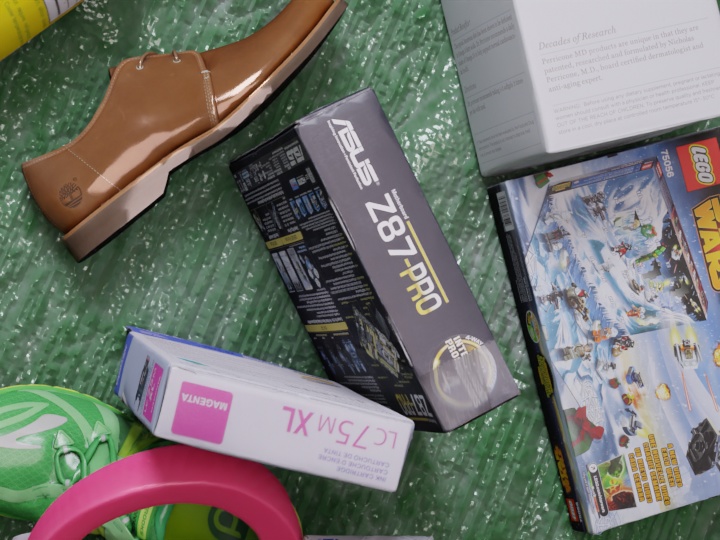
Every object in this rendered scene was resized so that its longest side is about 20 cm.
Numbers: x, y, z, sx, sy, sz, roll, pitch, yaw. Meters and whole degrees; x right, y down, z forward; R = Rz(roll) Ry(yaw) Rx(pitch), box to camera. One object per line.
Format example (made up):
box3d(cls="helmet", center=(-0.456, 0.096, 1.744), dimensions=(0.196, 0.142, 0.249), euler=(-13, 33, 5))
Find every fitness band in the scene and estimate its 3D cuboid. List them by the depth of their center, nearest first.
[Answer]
box3d(cls="fitness band", center=(-0.095, 0.164, 1.024), dimensions=(0.142, 0.038, 0.201), euler=(-12, 132, -6))

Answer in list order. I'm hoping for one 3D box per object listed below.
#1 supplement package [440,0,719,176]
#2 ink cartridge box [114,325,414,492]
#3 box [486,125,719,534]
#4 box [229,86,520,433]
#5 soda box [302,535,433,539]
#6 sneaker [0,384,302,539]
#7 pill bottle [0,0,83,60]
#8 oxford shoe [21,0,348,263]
box3d(cls="supplement package", center=(0.111, -0.165, 1.120), dimensions=(0.116, 0.117, 0.202), euler=(-13, 91, -15))
box3d(cls="ink cartridge box", center=(-0.056, 0.065, 1.020), dimensions=(0.118, 0.200, 0.042), euler=(15, 92, -13))
box3d(cls="box", center=(0.161, 0.032, 1.159), dimensions=(0.136, 0.040, 0.202), euler=(-14, 90, -14))
box3d(cls="box", center=(0.000, 0.000, 1.036), dimensions=(0.049, 0.200, 0.162), euler=(-25, 92, -13))
box3d(cls="soda box", center=(-0.008, 0.223, 1.031), dimensions=(0.068, 0.064, 0.201), euler=(2, 128, -14))
box3d(cls="sneaker", center=(-0.119, 0.108, 1.058), dimensions=(0.198, 0.084, 0.075), euler=(17, 83, -12))
box3d(cls="pill bottle", center=(-0.182, -0.175, 1.047), dimensions=(0.200, 0.109, 0.110), euler=(-38, 96, -14))
box3d(cls="oxford shoe", center=(-0.092, -0.094, 1.088), dimensions=(0.200, 0.071, 0.071), euler=(-39, 91, -13))
